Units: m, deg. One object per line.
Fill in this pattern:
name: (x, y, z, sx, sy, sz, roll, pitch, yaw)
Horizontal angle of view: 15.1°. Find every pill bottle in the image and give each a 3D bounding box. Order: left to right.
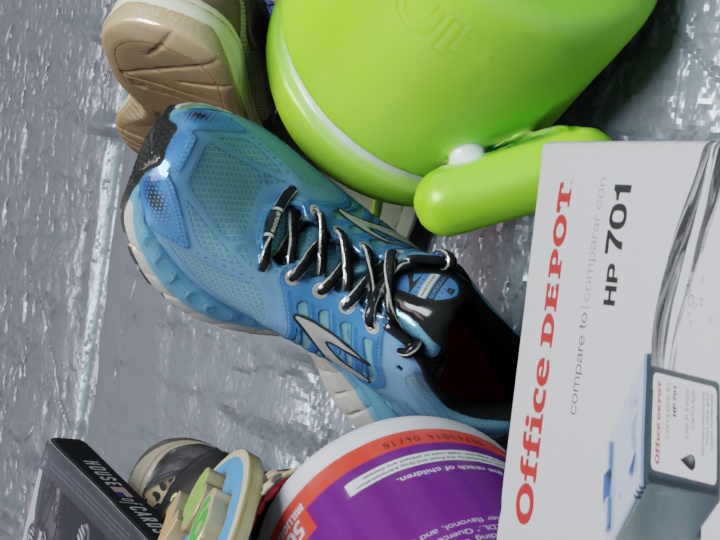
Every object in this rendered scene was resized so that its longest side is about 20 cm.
pill bottle: (0.042, 0.142, 0.950, 0.200, 0.112, 0.113, 52, 130, 56)

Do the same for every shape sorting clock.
shape sorting clock: (-0.090, 0.155, 1.009, 0.200, 0.039, 0.200, -57, 13, 22)

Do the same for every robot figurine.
robot figurine: (0.036, -0.101, 1.015, 0.200, 0.116, 0.176, -49, 46, 50)

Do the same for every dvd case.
dvd case: (-0.129, 0.195, 1.231, 0.150, 0.025, 0.200, 34, 114, 58)

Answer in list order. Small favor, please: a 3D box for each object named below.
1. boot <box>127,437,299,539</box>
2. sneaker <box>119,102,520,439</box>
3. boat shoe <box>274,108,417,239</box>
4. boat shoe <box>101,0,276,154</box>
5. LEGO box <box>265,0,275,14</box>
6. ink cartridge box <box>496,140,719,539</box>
boot: (-0.064, 0.175, 1.217, 0.151, 0.073, 0.200, -6, 73, 64)
sneaker: (0.000, 0.000, 1.008, 0.090, 0.200, 0.078, -4, 57, 52)
boat shoe: (0.005, -0.094, 1.146, 0.061, 0.072, 0.201, -37, -49, -65)
boat shoe: (-0.061, -0.083, 1.099, 0.200, 0.072, 0.065, 79, -147, -73)
LEGO box: (-0.040, -0.224, 1.247, 0.149, 0.077, 0.200, -63, 32, 35)
ink cartridge box: (0.129, 0.036, 0.828, 0.200, 0.086, 0.147, 5, 89, 63)
